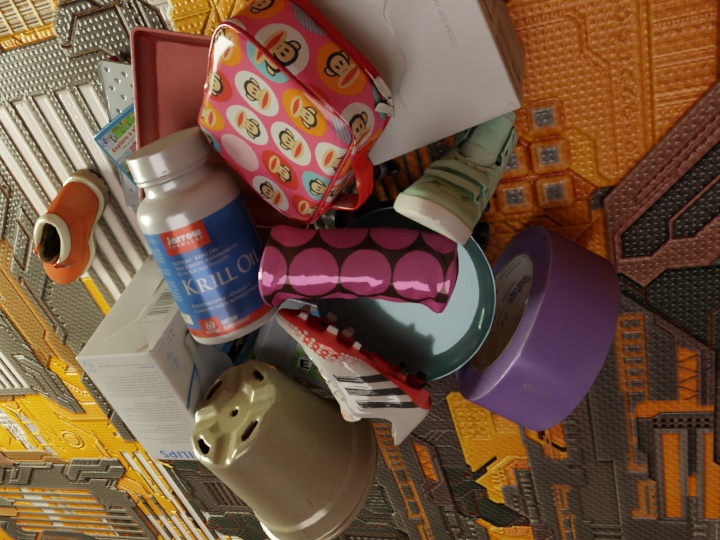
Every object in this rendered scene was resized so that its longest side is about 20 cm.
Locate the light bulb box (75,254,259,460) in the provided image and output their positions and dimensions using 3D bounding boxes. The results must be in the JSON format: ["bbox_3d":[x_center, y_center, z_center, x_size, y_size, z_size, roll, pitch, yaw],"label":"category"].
[{"bbox_3d":[-0.236,0.113,0.930,0.122,0.201,0.203,-5,129,23],"label":"light bulb box"}]

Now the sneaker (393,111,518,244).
[{"bbox_3d":[0.091,-0.096,0.617,0.072,0.200,0.120,27,106,8],"label":"sneaker"}]

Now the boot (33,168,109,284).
[{"bbox_3d":[-0.403,-0.033,0.924,0.074,0.109,0.201,26,134,-9],"label":"boot"}]

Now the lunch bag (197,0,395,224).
[{"bbox_3d":[-0.055,-0.127,0.615,0.176,0.082,0.200,42,153,-2],"label":"lunch bag"}]

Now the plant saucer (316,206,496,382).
[{"bbox_3d":[0.049,0.027,0.754,0.194,0.028,0.206,3,110,8],"label":"plant saucer"}]

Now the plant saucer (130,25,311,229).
[{"bbox_3d":[-0.140,-0.149,0.741,0.194,0.037,0.204,7,121,-1],"label":"plant saucer"}]

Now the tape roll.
[{"bbox_3d":[0.185,0.061,0.749,0.083,0.202,0.202,24,132,-7],"label":"tape roll"}]

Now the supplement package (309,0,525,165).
[{"bbox_3d":[0.039,-0.228,0.615,0.152,0.112,0.202,-16,123,28],"label":"supplement package"}]

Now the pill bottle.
[{"bbox_3d":[-0.164,-0.037,0.720,0.110,0.113,0.204,-10,115,25],"label":"pill bottle"}]

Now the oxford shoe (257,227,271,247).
[{"bbox_3d":[-0.155,-0.023,0.819,0.194,0.072,0.073,12,131,4],"label":"oxford shoe"}]

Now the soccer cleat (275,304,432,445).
[{"bbox_3d":[-0.014,0.112,0.744,0.197,0.069,0.086,32,97,-9],"label":"soccer cleat"}]

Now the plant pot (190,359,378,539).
[{"bbox_3d":[-0.105,0.214,0.863,0.196,0.204,0.184,-16,136,28],"label":"plant pot"}]

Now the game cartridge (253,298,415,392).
[{"bbox_3d":[-0.028,0.091,0.842,0.196,0.041,0.135,23,126,1],"label":"game cartridge"}]

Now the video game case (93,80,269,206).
[{"bbox_3d":[-0.202,-0.112,0.817,0.141,0.018,0.201,-23,119,32],"label":"video game case"}]

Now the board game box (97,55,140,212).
[{"bbox_3d":[-0.199,-0.143,0.820,0.194,0.026,0.204,11,131,8],"label":"board game box"}]

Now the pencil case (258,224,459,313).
[{"bbox_3d":[0.000,0.000,0.692,0.194,0.093,0.095,4,144,6],"label":"pencil case"}]

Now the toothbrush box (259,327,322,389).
[{"bbox_3d":[-0.022,0.076,0.907,0.194,0.087,0.148,-3,127,18],"label":"toothbrush box"}]

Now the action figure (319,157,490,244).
[{"bbox_3d":[0.045,-0.060,0.772,0.194,0.070,0.134,1,115,5],"label":"action figure"}]
